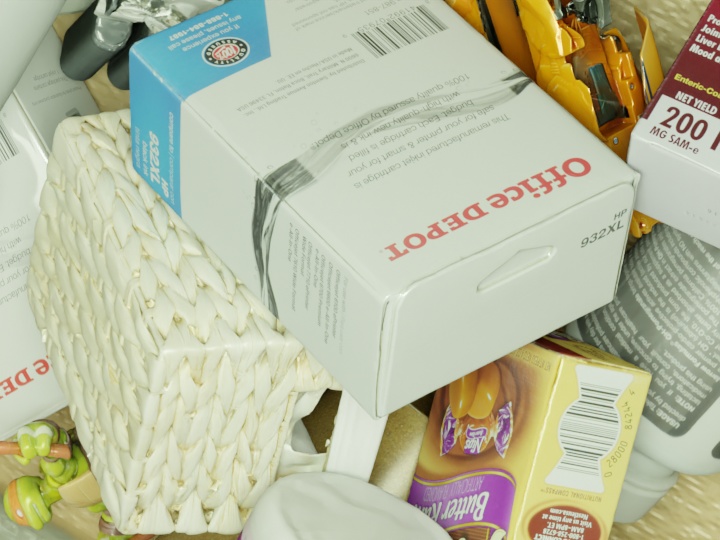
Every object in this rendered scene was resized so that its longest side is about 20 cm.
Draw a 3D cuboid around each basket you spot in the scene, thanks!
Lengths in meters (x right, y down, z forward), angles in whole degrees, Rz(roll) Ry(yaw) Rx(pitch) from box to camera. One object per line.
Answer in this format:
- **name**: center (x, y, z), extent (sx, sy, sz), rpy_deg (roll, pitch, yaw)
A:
- **basket**: center (-0.077, 0.021, 1.400), extent (0.200, 0.123, 0.136), rpy_deg (-119, 34, -44)

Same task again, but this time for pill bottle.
- **pill bottle**: center (0.170, 0.029, 1.415), extent (0.111, 0.111, 0.200), rpy_deg (43, 114, 7)
- **pill bottle**: center (-0.035, 0.203, 1.352), extent (0.112, 0.112, 0.200), rpy_deg (31, 114, 12)

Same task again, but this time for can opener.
- **can opener**: center (-0.111, -0.134, 1.457), extent (0.052, 0.200, 0.067), rpy_deg (12, 77, -13)

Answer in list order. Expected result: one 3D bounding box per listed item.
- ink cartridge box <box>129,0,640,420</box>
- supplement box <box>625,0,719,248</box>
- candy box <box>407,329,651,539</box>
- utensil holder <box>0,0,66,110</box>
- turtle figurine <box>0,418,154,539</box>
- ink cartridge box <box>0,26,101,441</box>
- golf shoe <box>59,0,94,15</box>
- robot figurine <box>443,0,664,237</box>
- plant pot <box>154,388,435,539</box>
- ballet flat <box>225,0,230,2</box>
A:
- **ink cartridge box**: center (0.007, -0.045, 1.321), extent (0.200, 0.145, 0.084), rpy_deg (45, 147, 33)
- **supplement box**: center (0.212, -0.097, 1.323), extent (0.109, 0.200, 0.061), rpy_deg (25, 151, 13)
- **candy box**: center (0.067, 0.128, 1.377), extent (0.056, 0.117, 0.201), rpy_deg (11, 95, -24)
- **utensil holder**: center (-0.220, -0.161, 1.400), extent (0.170, 0.170, 0.200), rpy_deg (38, 117, 9)
- **turtle figurine**: center (-0.127, 0.105, 1.557), extent (0.161, 0.200, 0.065), rpy_deg (-24, 56, 6)
- **ink cartridge box**: center (-0.196, -0.021, 1.564), extent (0.146, 0.083, 0.200), rpy_deg (-29, 91, 25)
- **golf shoe**: center (-0.117, -0.191, 1.482), extent (0.200, 0.097, 0.078), rpy_deg (-30, 93, 27)
- **robot figurine**: center (0.083, -0.115, 1.364), extent (0.145, 0.058, 0.201), rpy_deg (2, 114, 48)
- **plant pot**: center (-0.008, 0.151, 1.496), extent (0.186, 0.186, 0.200), rpy_deg (37, 102, 9)
- **ballet flat**: center (-0.046, -0.158, 1.432), extent (0.074, 0.074, 0.200), rpy_deg (35, 139, 10)
